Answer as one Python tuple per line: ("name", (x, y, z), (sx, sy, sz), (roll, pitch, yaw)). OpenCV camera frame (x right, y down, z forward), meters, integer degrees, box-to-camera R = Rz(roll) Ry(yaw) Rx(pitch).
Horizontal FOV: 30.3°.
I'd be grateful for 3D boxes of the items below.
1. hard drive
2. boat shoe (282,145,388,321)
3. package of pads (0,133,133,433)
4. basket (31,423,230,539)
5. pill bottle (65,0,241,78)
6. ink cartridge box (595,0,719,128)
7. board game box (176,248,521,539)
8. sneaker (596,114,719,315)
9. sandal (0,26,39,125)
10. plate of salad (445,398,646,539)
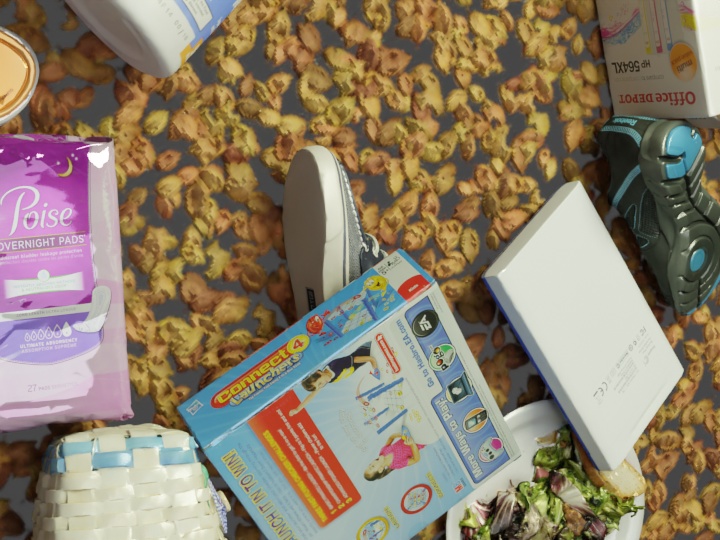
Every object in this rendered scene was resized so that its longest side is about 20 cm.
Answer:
("hard drive", (0.188, 0.046, 1.103), (0.132, 0.025, 0.201), (-45, 112, -34))
("boat shoe", (0.000, 0.000, 1.008), (0.092, 0.075, 0.202), (-13, 110, -28))
("package of pads", (-0.221, 0.009, 0.896), (0.120, 0.076, 0.202), (-6, 98, -28))
("basket", (-0.155, 0.206, 0.892), (0.138, 0.176, 0.202), (1, 86, -17))
("pill bottle", (-0.106, -0.238, 0.905), (0.112, 0.112, 0.200), (46, 76, -22))
("ink cartridge box", (0.280, -0.208, 1.084), (0.124, 0.128, 0.202), (-16, 101, -23))
("board game box", (-0.001, 0.118, 0.971), (0.195, 0.056, 0.201), (-35, 129, -8))
("sneaker", (0.257, -0.050, 1.125), (0.073, 0.082, 0.201), (-39, 129, -25))
("sandal", (-0.306, -0.142, 0.848), (0.205, 0.059, 0.080), (15, 89, -26))
("plate of salad", (0.163, 0.209, 1.115), (0.199, 0.048, 0.202), (-3, 97, -26))
